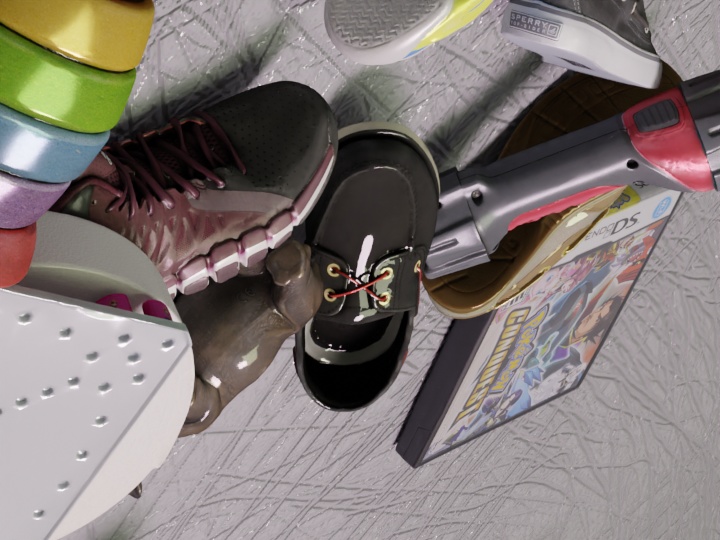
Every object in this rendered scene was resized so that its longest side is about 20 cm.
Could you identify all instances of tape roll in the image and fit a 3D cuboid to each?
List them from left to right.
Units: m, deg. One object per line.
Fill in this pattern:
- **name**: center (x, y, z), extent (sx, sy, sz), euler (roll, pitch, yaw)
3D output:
- **tape roll**: center (-0.171, 0.057, 1.072), extent (0.202, 0.037, 0.204), euler (-15, 139, -14)

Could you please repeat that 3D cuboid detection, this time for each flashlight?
- **flashlight**: center (0.123, -0.050, 1.360), extent (0.199, 0.068, 0.068), euler (-22, -175, 6)

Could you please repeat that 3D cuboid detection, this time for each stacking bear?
- **stacking bear**: center (-0.127, -0.105, 0.909), extent (0.201, 0.114, 0.121), euler (-59, 154, 15)

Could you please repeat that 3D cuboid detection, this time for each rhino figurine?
- **rhino figurine**: center (-0.094, 0.054, 1.256), extent (0.200, 0.060, 0.087), euler (-47, 166, 8)

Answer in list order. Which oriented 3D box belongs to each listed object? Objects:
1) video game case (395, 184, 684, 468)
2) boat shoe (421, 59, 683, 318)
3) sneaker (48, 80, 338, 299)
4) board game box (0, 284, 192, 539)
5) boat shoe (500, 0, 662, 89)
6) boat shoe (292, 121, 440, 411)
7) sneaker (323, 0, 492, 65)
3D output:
- **video game case**: center (0.121, 0.029, 1.612), extent (0.180, 0.025, 0.201), euler (-22, 146, -44)
- **boat shoe**: center (0.110, -0.049, 1.434), extent (0.200, 0.074, 0.066), euler (-41, 168, -10)
- **sneaker**: center (-0.095, -0.040, 1.097), extent (0.200, 0.076, 0.116), euler (-39, 152, -16)
- **board game box**: center (-0.201, 0.069, 1.019), extent (0.199, 0.026, 0.200), euler (15, 125, -37)
- **boat shoe**: center (0.125, -0.142, 1.316), extent (0.200, 0.070, 0.067), euler (9, 98, -68)
- **boat shoe**: center (0.003, 0.000, 1.303), extent (0.073, 0.063, 0.202), euler (3, 142, -6)
- **sneaker**: center (0.068, -0.163, 1.171), extent (0.200, 0.076, 0.105), euler (-46, 157, -4)
